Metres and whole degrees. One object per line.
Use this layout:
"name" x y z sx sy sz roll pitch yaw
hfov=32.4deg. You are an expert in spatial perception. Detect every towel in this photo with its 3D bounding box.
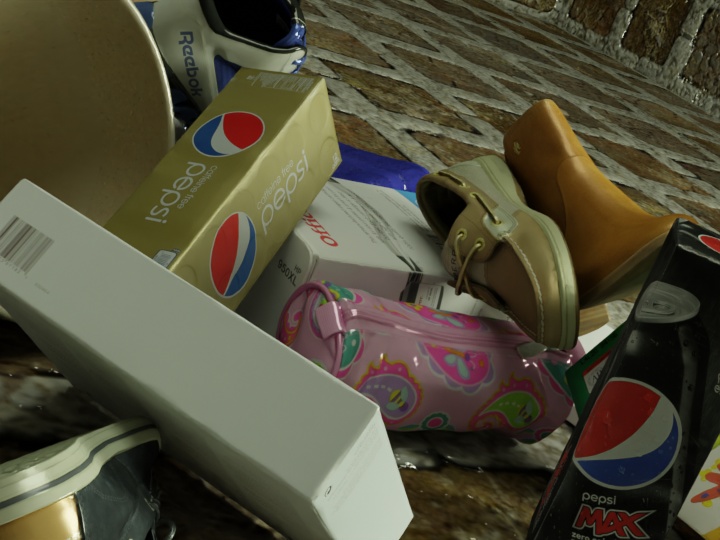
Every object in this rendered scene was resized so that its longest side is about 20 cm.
"towel" -0.036 -0.079 1.107 0.146 0.050 0.199 19 17 21

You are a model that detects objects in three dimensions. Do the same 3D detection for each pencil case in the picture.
"pencil case" 0.045 0.058 0.769 0.198 0.088 0.088 10 22 -31

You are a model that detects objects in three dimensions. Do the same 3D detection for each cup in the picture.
"cup" -0.222 -0.075 0.705 0.141 0.204 0.199 4 8 31

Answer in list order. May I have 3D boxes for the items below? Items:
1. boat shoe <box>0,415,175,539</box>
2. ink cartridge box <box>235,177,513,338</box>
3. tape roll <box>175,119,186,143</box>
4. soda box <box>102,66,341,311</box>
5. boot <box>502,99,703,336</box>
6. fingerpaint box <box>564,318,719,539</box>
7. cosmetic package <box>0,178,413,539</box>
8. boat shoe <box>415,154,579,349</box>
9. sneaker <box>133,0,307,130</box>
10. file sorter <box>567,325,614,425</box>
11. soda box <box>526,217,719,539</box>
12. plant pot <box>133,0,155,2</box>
"boat shoe" -0.114 0.098 0.489 0.074 0.063 0.200 -20 0 -3
"ink cartridge box" 0.000 0.000 0.873 0.198 0.085 0.145 8 25 -38
"tape roll" -0.202 -0.109 0.916 0.197 0.067 0.201 15 27 -8
"soda box" -0.085 -0.037 0.741 0.063 0.068 0.201 11 46 25
"boot" 0.141 -0.046 0.794 0.070 0.146 0.201 -14 -14 -14
"fingerpaint box" 0.252 0.063 0.738 0.166 0.200 0.074 37 22 -23
"cosmetic package" -0.074 0.057 0.570 0.199 0.052 0.151 31 -21 21
"boat shoe" 0.084 -0.010 0.794 0.065 0.075 0.201 -7 28 -10
"sneaker" -0.070 -0.132 0.848 0.199 0.114 0.082 38 38 -49
"file sorter" 0.208 0.035 0.960 0.138 0.126 0.199 36 22 32
"soda box" 0.154 0.079 0.659 0.063 0.202 0.071 24 19 8
"plant pot" -0.181 -0.207 1.145 0.198 0.136 0.201 20 19 -7
